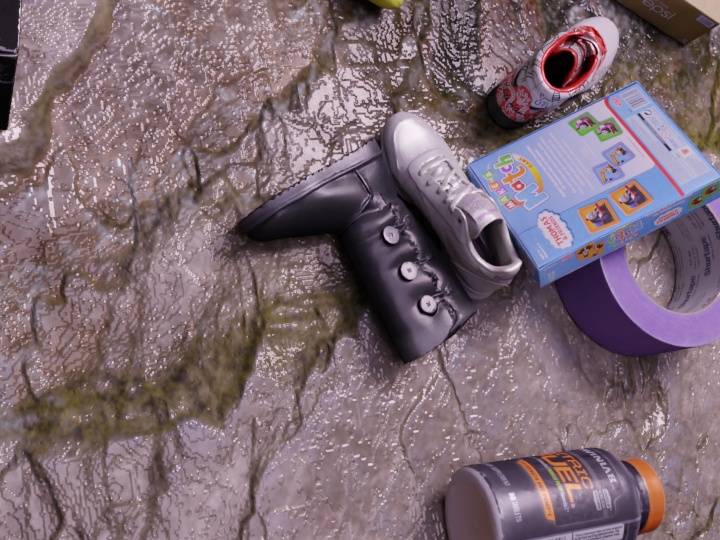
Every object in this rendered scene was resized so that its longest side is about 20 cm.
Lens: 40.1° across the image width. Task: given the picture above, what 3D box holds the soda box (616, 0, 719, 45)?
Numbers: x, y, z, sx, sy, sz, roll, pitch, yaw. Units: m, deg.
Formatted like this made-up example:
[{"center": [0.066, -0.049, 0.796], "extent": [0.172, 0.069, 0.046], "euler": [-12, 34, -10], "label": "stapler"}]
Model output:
[{"center": [0.323, -0.344, 1.127], "extent": [0.199, 0.064, 0.068], "euler": [28, 70, -16], "label": "soda box"}]

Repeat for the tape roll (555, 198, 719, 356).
[{"center": [0.307, -0.014, 1.040], "extent": [0.198, 0.085, 0.203], "euler": [5, 77, -23], "label": "tape roll"}]

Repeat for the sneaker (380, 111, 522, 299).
[{"center": [0.094, -0.072, 0.953], "extent": [0.075, 0.100, 0.201], "euler": [-32, 91, -23], "label": "sneaker"}]

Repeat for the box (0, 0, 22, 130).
[{"center": [-0.313, -0.235, 0.780], "extent": [0.085, 0.164, 0.203], "euler": [3, 77, -22], "label": "box"}]

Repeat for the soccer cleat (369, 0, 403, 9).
[{"center": [-0.041, -0.324, 0.981], "extent": [0.200, 0.065, 0.084], "euler": [42, 96, -14], "label": "soccer cleat"}]

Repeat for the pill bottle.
[{"center": [0.187, 0.225, 0.927], "extent": [0.198, 0.106, 0.108], "euler": [-3, 80, -24], "label": "pill bottle"}]

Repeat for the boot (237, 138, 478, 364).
[{"center": [0.001, 0.000, 0.923], "extent": [0.164, 0.066, 0.201], "euler": [-32, 96, -23], "label": "boot"}]

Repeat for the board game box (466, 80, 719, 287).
[{"center": [0.226, -0.089, 0.970], "extent": [0.198, 0.037, 0.152], "euler": [-25, 54, -4], "label": "board game box"}]

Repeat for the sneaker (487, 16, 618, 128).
[{"center": [0.231, -0.223, 1.037], "extent": [0.201, 0.108, 0.068], "euler": [-36, 94, -25], "label": "sneaker"}]
